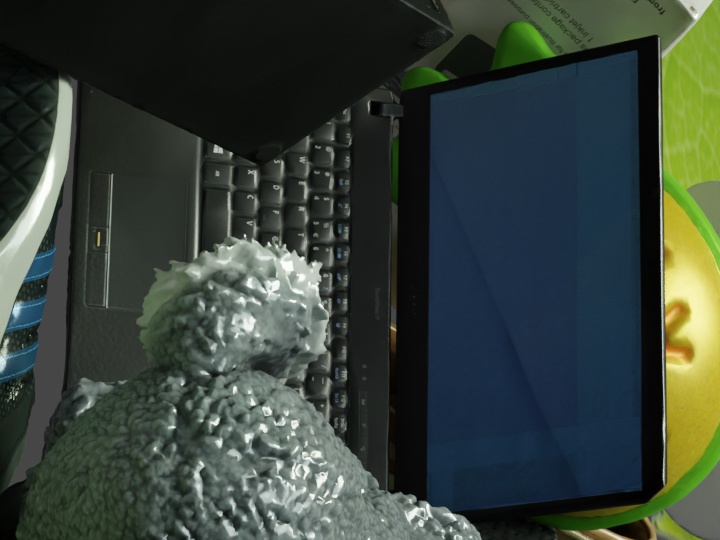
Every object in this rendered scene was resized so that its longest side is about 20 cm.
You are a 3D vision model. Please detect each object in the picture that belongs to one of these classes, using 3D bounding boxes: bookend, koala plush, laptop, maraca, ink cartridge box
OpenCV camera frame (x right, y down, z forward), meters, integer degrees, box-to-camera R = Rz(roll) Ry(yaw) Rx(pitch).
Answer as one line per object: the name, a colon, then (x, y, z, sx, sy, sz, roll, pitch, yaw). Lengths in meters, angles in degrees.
bookend: (-0.084, -0.163, 0.955, 0.199, 0.092, 0.200, 24, 38, -55)
koala plush: (-0.042, 0.092, 0.875, 0.200, 0.183, 0.178, 82, 17, -58)
laptop: (0.000, 0.000, 1.021, 0.103, 0.200, 0.178, 140, -46, -66)
maraca: (0.075, 0.003, 1.094, 0.200, 0.137, 0.107, 70, 16, 8)
ink cartridge box: (0.069, -0.095, 1.191, 0.084, 0.200, 0.146, 44, 33, -2)

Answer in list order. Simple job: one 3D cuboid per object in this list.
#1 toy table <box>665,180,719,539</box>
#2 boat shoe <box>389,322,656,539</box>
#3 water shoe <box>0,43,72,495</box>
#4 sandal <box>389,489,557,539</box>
toy table: (0.230, 0.057, 1.568, 0.117, 0.184, 0.200, 13, 80, -46)
boat shoe: (0.044, 0.066, 1.174, 0.200, 0.074, 0.076, 42, 30, -10)
water shoe: (-0.138, 0.016, 0.913, 0.079, 0.071, 0.200, 83, 16, -62)
sandal: (0.042, 0.128, 1.050, 0.200, 0.075, 0.048, -112, -146, -74)
